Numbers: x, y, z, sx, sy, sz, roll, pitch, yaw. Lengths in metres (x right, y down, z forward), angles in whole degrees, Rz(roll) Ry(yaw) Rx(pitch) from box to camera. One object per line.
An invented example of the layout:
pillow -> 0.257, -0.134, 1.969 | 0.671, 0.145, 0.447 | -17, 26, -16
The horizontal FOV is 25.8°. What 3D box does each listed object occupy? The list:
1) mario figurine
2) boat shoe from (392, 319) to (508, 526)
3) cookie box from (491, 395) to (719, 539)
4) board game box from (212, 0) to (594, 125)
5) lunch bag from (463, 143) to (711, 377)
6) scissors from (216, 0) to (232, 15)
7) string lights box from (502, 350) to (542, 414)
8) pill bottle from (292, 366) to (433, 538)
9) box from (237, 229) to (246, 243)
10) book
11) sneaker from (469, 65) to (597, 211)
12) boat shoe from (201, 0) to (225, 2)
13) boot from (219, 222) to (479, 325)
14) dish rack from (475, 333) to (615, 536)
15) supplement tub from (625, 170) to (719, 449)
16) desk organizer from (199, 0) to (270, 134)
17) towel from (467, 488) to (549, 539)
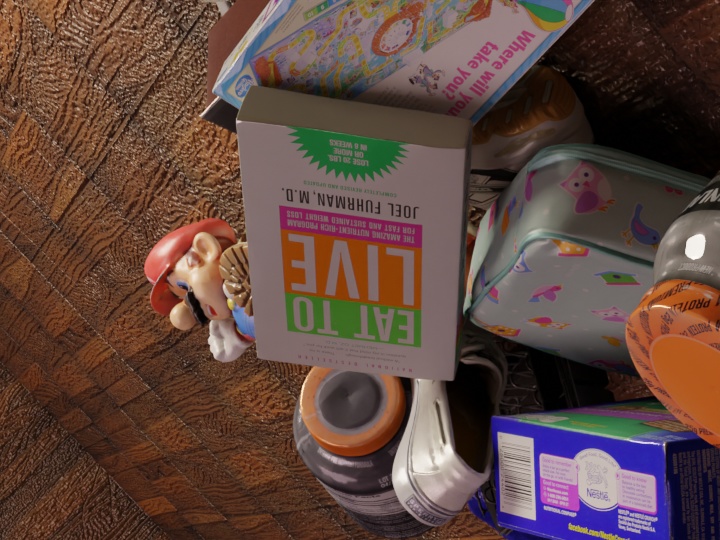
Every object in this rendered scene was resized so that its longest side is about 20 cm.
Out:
mario figurine -> -0.092, 0.037, 1.218 | 0.199, 0.106, 0.124 | 23, 116, 29
boat shoe -> 0.070, 0.077, 1.051 | 0.071, 0.200, 0.070 | 36, 127, -15
cookie box -> 0.210, 0.121, 0.968 | 0.171, 0.199, 0.076 | 1, 94, 60
board game box -> 0.023, -0.136, 0.887 | 0.134, 0.034, 0.200 | 32, 131, -15
lunch bag -> 0.155, -0.001, 0.955 | 0.160, 0.077, 0.200 | 14, 161, -5
scissors -> -0.101, -0.186, 1.226 | 0.073, 0.014, 0.200 | 16, 146, 54
string lights box -> 0.126, 0.127, 1.319 | 0.103, 0.059, 0.200 | 48, 158, -9
pill bottle -> 0.012, 0.124, 1.153 | 0.106, 0.106, 0.200 | 35, 168, 23
box -> 0.000, -0.002, 1.264 | 0.176, 0.097, 0.200 | 45, 159, 1
book -> -0.001, -0.018, 0.956 | 0.133, 0.048, 0.201 | 9, 137, 11
sneaker -> 0.062, -0.066, 1.014 | 0.199, 0.076, 0.088 | -5, 137, 40
boat shoe -> -0.117, -0.265, 1.080 | 0.200, 0.072, 0.062 | 68, -167, -58
boot -> 0.000, 0.000, 1.103 | 0.199, 0.107, 0.075 | 8, 125, 29
dish rack -> 0.113, 0.096, 1.142 | 0.200, 0.054, 0.154 | 124, 143, -49
supplement tub -> 0.216, -0.015, 0.706 | 0.122, 0.200, 0.123 | 37, 157, 19
desk organizer -> -0.015, -0.164, 0.960 | 0.072, 0.077, 0.200 | 23, 135, -30
towel -> 0.190, 0.212, 1.264 | 0.199, 0.050, 0.148 | 8, 162, 36
